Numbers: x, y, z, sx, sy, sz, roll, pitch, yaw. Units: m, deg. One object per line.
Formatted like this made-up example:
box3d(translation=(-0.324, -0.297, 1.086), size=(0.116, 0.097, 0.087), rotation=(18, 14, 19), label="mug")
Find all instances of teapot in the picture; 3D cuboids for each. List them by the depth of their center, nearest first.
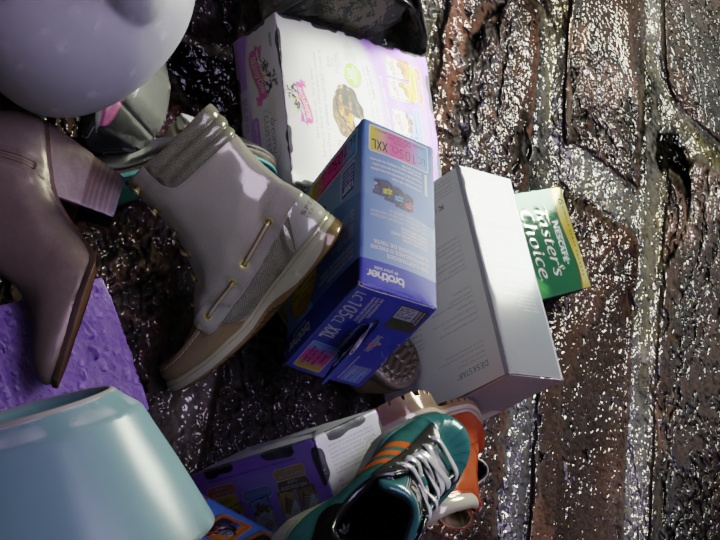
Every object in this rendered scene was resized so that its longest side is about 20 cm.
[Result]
box3d(translation=(-0.229, -0.223, 0.922), size=(0.146, 0.198, 0.199), rotation=(48, 19, -50), label="teapot")

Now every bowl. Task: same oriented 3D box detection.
box3d(translation=(-0.203, 0.141, 0.819), size=(0.199, 0.199, 0.107), rotation=(-15, 92, -45), label="bowl")

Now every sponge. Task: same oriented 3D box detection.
box3d(translation=(-0.256, 0.082, 0.920), size=(0.199, 0.030, 0.113), rotation=(-18, 86, -44), label="sponge")

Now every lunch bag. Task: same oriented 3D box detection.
box3d(translation=(-0.011, -0.305, 1.234), size=(0.199, 0.117, 0.166), rotation=(11, 57, -47), label="lunch bag")

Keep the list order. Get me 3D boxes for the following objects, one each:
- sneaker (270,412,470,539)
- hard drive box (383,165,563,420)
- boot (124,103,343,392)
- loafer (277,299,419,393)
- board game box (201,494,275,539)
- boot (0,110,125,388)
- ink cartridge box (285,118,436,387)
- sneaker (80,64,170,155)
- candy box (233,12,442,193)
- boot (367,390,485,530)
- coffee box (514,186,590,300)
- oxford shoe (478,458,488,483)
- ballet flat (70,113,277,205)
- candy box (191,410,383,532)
box3d(translation=(0.026, 0.158, 0.860), size=(0.199, 0.079, 0.072), rotation=(-35, 98, -42), label="sneaker")
box3d(translation=(0.083, 0.032, 1.150), size=(0.076, 0.155, 0.203), rotation=(10, 60, -41), label="hard drive box")
box3d(translation=(-0.130, -0.015, 0.990), size=(0.154, 0.200, 0.072), rotation=(42, 19, -7), label="boot")
box3d(translation=(-0.036, 0.040, 1.119), size=(0.200, 0.068, 0.076), rotation=(47, 45, 2), label="loafer")
box3d(translation=(-0.121, 0.224, 0.881), size=(0.150, 0.198, 0.037), rotation=(-25, 122, -44), label="board game box")
box3d(translation=(-0.261, -0.025, 0.918), size=(0.144, 0.070, 0.202), rotation=(18, 57, -13), label="boot")
box3d(translation=(0.000, 0.000, 1.027), size=(0.075, 0.137, 0.202), rotation=(17, 51, -22), label="ink cartridge box")
box3d(translation=(-0.207, -0.174, 1.028), size=(0.081, 0.085, 0.202), rotation=(55, 30, -47), label="sneaker")
box3d(translation=(-0.018, -0.135, 1.197), size=(0.198, 0.071, 0.170), rotation=(8, 69, -41), label="candy box")
box3d(translation=(0.067, 0.163, 1.034), size=(0.108, 0.075, 0.200), rotation=(64, 17, 16), label="boot")
box3d(translation=(0.159, -0.021, 1.337), size=(0.198, 0.044, 0.125), rotation=(-8, 80, -44), label="coffee box")
box3d(translation=(0.030, 0.183, 1.117), size=(0.198, 0.073, 0.072), rotation=(-5, 80, -43), label="oxford shoe")
box3d(translation=(-0.160, -0.097, 1.050), size=(0.198, 0.068, 0.069), rotation=(-8, 58, -40), label="ballet flat")
box3d(translation=(-0.028, 0.228, 0.969), size=(0.071, 0.167, 0.203), rotation=(-19, 88, -43), label="candy box")
